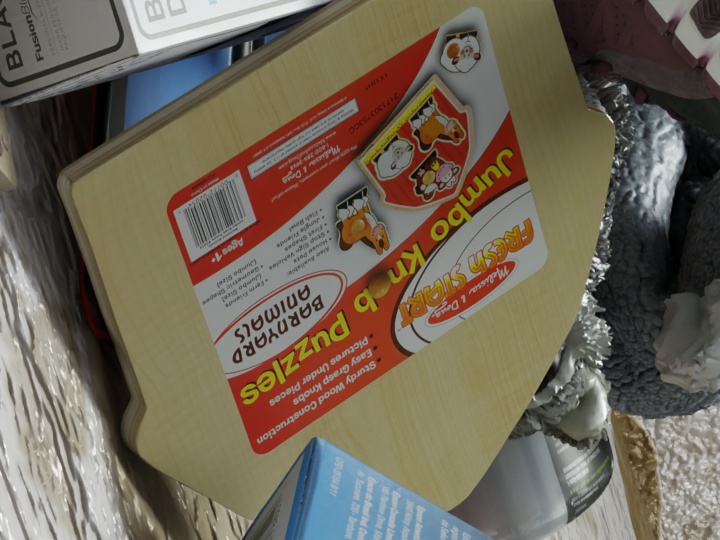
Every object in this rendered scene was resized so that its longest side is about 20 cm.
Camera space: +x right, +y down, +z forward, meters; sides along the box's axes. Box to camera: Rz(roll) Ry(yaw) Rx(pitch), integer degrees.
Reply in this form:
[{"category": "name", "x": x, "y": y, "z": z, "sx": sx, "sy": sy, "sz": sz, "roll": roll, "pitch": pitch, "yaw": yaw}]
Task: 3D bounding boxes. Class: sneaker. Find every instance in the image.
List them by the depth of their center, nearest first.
[{"category": "sneaker", "x": 0.085, "y": -0.082, "z": 1.027, "sx": 0.076, "sy": 0.116, "sz": 0.200, "roll": -20, "pitch": 68, "yaw": -48}]

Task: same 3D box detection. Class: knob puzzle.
[{"category": "knob puzzle", "x": 0.000, "y": 0.000, "z": 0.977, "sx": 0.030, "sy": 0.220, "sz": 0.220, "roll": 34, "pitch": -25, "yaw": 46}]

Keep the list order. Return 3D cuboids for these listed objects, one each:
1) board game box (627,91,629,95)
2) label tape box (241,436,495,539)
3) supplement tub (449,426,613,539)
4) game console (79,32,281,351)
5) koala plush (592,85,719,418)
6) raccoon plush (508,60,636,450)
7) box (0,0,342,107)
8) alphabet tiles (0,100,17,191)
[{"category": "board game box", "x": 0.021, "y": -0.158, "z": 1.401, "sx": 0.026, "sy": 0.200, "sz": 0.200, "roll": -53, "pitch": 135, "yaw": -38}, {"category": "label tape box", "x": 0.048, "y": 0.153, "z": 0.912, "sx": 0.200, "sy": 0.063, "sz": 0.144, "roll": 31, "pitch": 25, "yaw": -8}, {"category": "supplement tub", "x": 0.023, "y": 0.016, "z": 1.266, "sx": 0.123, "sy": 0.122, "sz": 0.200, "roll": -78, "pitch": 149, "yaw": -75}, {"category": "game console", "x": -0.013, "y": -0.055, "z": 1.025, "sx": 0.119, "sy": 0.172, "sz": 0.200, "roll": 134, "pitch": -39, "yaw": -70}, {"category": "koala plush", "x": 0.172, "y": -0.001, "z": 1.303, "sx": 0.200, "sy": 0.177, "sz": 0.184, "roll": -147, "pitch": -124, "yaw": -60}, {"category": "raccoon plush", "x": 0.084, "y": -0.016, "z": 1.185, "sx": 0.200, "sy": 0.097, "sz": 0.134, "roll": -35, "pitch": 121, "yaw": -46}, {"category": "box", "x": -0.046, "y": -0.129, "z": 0.939, "sx": 0.200, "sy": 0.060, "sz": 0.117, "roll": -20, "pitch": 94, "yaw": -52}, {"category": "alphabet tiles", "x": -0.144, "y": -0.144, "z": 0.857, "sx": 0.167, "sy": 0.008, "sz": 0.200, "roll": 58, "pitch": 16, "yaw": -61}]
